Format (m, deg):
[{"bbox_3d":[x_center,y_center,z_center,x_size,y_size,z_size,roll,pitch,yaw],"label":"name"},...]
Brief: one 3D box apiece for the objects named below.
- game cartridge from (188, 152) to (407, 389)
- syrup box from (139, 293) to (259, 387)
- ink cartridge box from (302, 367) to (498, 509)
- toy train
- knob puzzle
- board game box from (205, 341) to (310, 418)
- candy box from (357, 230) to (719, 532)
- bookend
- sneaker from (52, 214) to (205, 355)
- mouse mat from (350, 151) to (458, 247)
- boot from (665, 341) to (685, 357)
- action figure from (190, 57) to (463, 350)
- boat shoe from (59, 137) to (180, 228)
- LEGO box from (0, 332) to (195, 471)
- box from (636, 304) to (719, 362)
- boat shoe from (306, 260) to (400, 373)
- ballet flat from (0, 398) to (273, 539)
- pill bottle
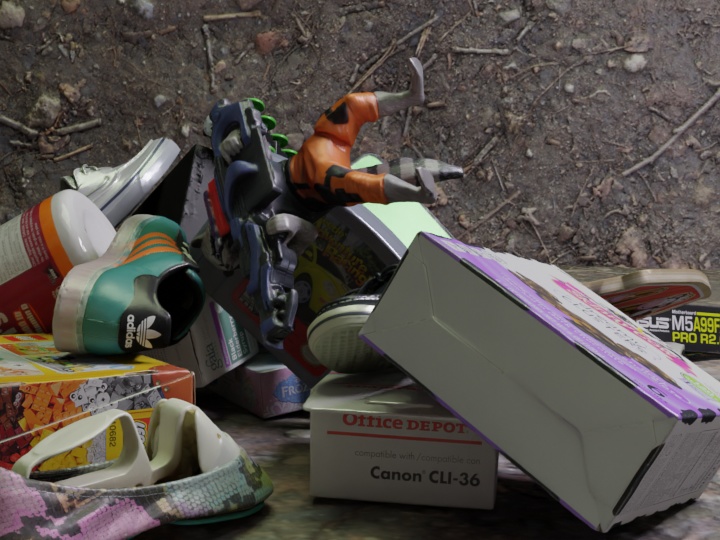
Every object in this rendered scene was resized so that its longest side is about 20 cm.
[{"bbox_3d":[-0.031,0.010,0.840,0.200,0.133,0.041,41,16,1],"label":"game cartridge"},{"bbox_3d":[-0.191,0.053,0.939,0.198,0.080,0.081,-7,13,33],"label":"syrup box"},{"bbox_3d":[0.032,0.102,0.701,0.115,0.068,0.200,2,3,8],"label":"ink cartridge box"},{"bbox_3d":[-0.086,-0.093,0.994,0.056,0.042,0.200,-8,-25,15],"label":"toy train"},{"bbox_3d":[0.184,0.040,0.849,0.217,0.031,0.220,-12,-14,-3],"label":"knob puzzle"},{"bbox_3d":[-0.037,0.078,1.005,0.198,0.044,0.198,-10,8,-26],"label":"board game box"},{"bbox_3d":[0.120,0.060,0.625,0.167,0.072,0.199,37,14,28],"label":"candy box"},{"bbox_3d":[-0.104,-0.012,1.024,0.198,0.093,0.198,18,-23,-22],"label":"bookend"},{"bbox_3d":[-0.142,0.014,0.759,0.079,0.072,0.200,10,19,4],"label":"sneaker"},{"bbox_3d":[0.000,0.000,0.941,0.200,0.161,0.008,-40,-4,-34],"label":"mouse mat"},{"bbox_3d":[0.187,0.092,0.875,0.142,0.073,0.200,2,-4,12],"label":"boot"},{"bbox_3d":[-0.030,-0.036,0.751,0.192,0.202,0.104,-22,-30,23],"label":"action figure"},{"bbox_3d":[-0.241,-0.064,0.983,0.073,0.067,0.201,-34,17,53],"label":"boat shoe"},{"bbox_3d":[-0.216,0.092,0.699,0.148,0.078,0.199,-1,5,-35],"label":"LEGO box"},{"bbox_3d":[0.255,0.064,1.050,0.158,0.045,0.200,6,-10,-23],"label":"box"},{"bbox_3d":[0.026,0.025,0.710,0.074,0.063,0.199,-28,-14,29],"label":"boat shoe"},{"bbox_3d":[-0.117,0.107,0.575,0.069,0.072,0.199,3,5,38],"label":"ballet flat"},{"bbox_3d":[-0.281,0.030,0.849,0.199,0.110,0.110,-29,2,5],"label":"pill bottle"}]
